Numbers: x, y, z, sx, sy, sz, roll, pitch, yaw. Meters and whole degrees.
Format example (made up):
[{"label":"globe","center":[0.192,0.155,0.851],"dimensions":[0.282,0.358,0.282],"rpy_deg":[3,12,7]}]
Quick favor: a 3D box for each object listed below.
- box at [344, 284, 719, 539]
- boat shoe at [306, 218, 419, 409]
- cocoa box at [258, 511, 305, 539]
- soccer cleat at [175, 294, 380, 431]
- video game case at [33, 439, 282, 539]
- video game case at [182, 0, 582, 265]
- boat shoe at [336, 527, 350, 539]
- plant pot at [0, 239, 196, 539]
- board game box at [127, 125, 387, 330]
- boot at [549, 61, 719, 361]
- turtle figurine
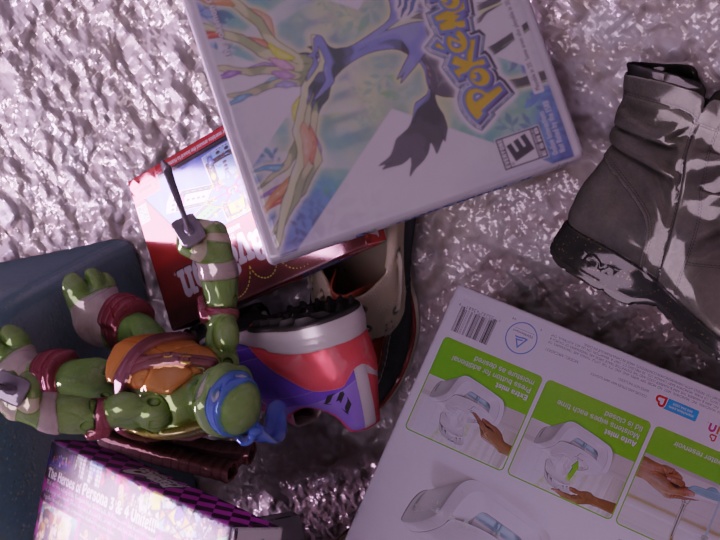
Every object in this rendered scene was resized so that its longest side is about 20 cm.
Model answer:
[{"label":"box","center":[0.113,0.131,0.816],"dimensions":[0.199,0.097,0.177],"rpy_deg":[21,83,19]},{"label":"boat shoe","center":[0.000,0.000,0.897],"dimensions":[0.071,0.063,0.201],"rpy_deg":[17,111,19]},{"label":"cocoa box","center":[-0.131,0.244,0.942],"dimensions":[0.200,0.131,0.134],"rpy_deg":[-27,73,45]},{"label":"soccer cleat","center":[-0.057,0.060,0.898],"dimensions":[0.200,0.068,0.074],"rpy_deg":[-8,102,56]},{"label":"video game case","center":[-0.122,0.199,0.796],"dimensions":[0.199,0.036,0.183],"rpy_deg":[10,92,52]},{"label":"video game case","center":[0.004,-0.126,0.820],"dimensions":[0.181,0.022,0.201],"rpy_deg":[-19,85,-1]},{"label":"boat shoe","center":[0.055,0.231,0.924],"dimensions":[0.199,0.072,0.072],"rpy_deg":[30,114,16]},{"label":"plant pot","center":[-0.256,0.107,0.972],"dimensions":[0.195,0.200,0.197],"rpy_deg":[-9,98,27]},{"label":"board game box","center":[-0.068,-0.037,0.903],"dimensions":[0.200,0.019,0.104],"rpy_deg":[-23,83,46]},{"label":"boot","center":[0.207,-0.023,0.792],"dimensions":[0.199,0.068,0.131],"rpy_deg":[30,108,15]},{"label":"turtle figurine","center":[-0.142,0.024,0.824],"dimensions":[0.193,0.199,0.145],"rpy_deg":[3,70,52]}]
